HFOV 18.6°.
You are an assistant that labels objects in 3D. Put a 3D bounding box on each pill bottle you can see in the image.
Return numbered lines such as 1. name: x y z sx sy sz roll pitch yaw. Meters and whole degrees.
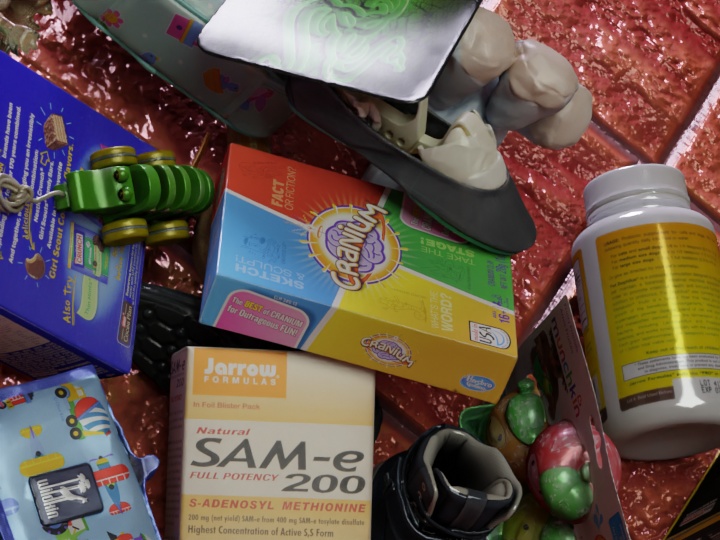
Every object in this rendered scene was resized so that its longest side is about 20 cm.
1. pill bottle: 0.214 0.029 1.601 0.108 0.109 0.202 3 67 -23

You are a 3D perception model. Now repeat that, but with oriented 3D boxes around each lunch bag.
1. lunch bag: -0.214 0.156 1.340 0.199 0.094 0.152 -19 76 -21
2. lunch bag: -0.103 -0.204 1.527 0.200 0.077 0.161 38 46 -17

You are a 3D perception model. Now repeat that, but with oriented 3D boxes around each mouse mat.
1. mouse mat: -0.003 -0.183 1.471 0.160 0.008 0.201 15 43 13

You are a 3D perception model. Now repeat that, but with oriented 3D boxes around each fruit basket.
1. fruit basket: 0.122 0.137 1.459 0.093 0.200 0.187 -9 71 -12

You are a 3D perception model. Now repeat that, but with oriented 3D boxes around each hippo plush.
1. hippo plush: 0.047 -0.096 1.541 0.159 0.199 0.162 36 79 -47

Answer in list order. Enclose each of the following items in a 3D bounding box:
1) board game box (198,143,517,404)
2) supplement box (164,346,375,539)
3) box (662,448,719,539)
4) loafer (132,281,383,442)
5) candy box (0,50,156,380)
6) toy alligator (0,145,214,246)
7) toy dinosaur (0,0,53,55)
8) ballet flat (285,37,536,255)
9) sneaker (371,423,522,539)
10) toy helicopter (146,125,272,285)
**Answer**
1. board game box: 0.000 0.000 1.419 0.198 0.041 0.154 15 35 -10
2. supplement box: -0.059 0.152 1.398 0.125 0.074 0.202 2 84 -12
3. box: 0.313 0.124 1.551 0.049 0.200 0.160 43 58 -3
4. loafer: -0.076 0.064 1.484 0.199 0.068 0.071 28 26 -6
5. candy box: -0.228 -0.039 1.399 0.200 0.077 0.171 34 51 -45
6. toy alligator: -0.150 -0.050 1.398 0.199 0.054 0.060 1 76 -56
7. toy dinosaur: -0.283 -0.188 1.464 0.198 0.135 0.087 11 83 -19
8. ballet flat: 0.040 -0.087 1.443 0.199 0.073 0.073 35 57 6
9. sneaker: 0.043 0.200 1.426 0.076 0.146 0.204 12 65 -21
10. toy helicopter: -0.085 -0.059 1.538 0.131 0.079 0.201 3 56 -14
